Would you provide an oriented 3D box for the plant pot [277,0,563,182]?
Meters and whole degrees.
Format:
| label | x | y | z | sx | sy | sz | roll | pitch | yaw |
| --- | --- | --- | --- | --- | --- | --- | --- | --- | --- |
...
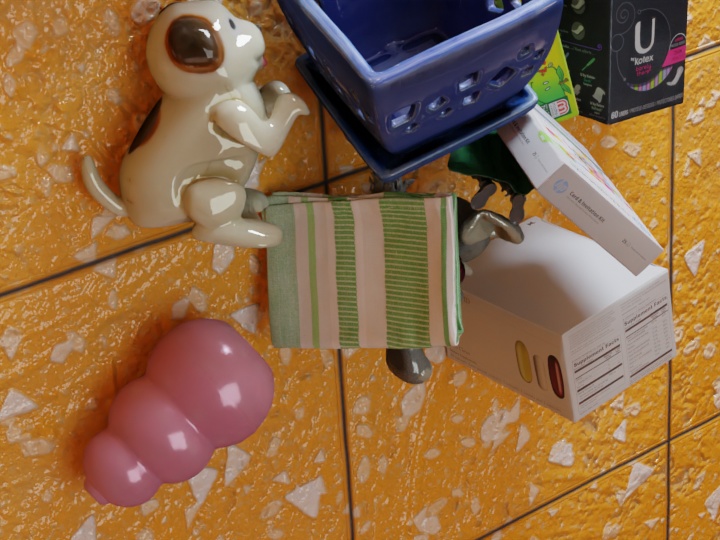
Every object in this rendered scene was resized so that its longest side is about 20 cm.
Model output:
| label | x | y | z | sx | sy | sz | roll | pitch | yaw |
| --- | --- | --- | --- | --- | --- | --- | --- | --- | --- |
| plant pot | 0.049 | -0.209 | 1.613 | 0.200 | 0.200 | 0.180 | -27 | 148 | -14 |

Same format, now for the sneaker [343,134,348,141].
| label | x | y | z | sx | sy | sz | roll | pitch | yaw |
| --- | --- | --- | --- | --- | --- | --- | --- | --- | --- |
| sneaker | 0.066 | -0.174 | 1.759 | 0.200 | 0.080 | 0.088 | -39 | 136 | -23 |

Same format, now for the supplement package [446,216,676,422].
| label | x | y | z | sx | sy | sz | roll | pitch | yaw |
| --- | --- | --- | --- | --- | --- | --- | --- | --- | --- |
| supplement package | 0.203 | 0.047 | 1.875 | 0.156 | 0.200 | 0.111 | -29 | 124 | -28 |

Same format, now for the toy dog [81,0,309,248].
| label | x | y | z | sx | sy | sz | roll | pitch | yaw |
| --- | --- | --- | --- | --- | --- | --- | --- | --- | --- |
| toy dog | -0.143 | -0.140 | 1.571 | 0.194 | 0.140 | 0.200 | 6 | 109 | -4 |

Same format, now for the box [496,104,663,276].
| label | x | y | z | sx | sy | sz | roll | pitch | yaw |
| --- | --- | --- | --- | --- | --- | --- | --- | --- | --- |
| box | 0.194 | -0.097 | 1.702 | 0.041 | 0.200 | 0.156 | -44 | 124 | 14 |

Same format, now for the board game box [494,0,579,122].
| label | x | y | z | sx | sy | sz | roll | pitch | yaw |
| --- | --- | --- | --- | --- | --- | --- | --- | --- | --- |
| board game box | 0.161 | -0.252 | 1.780 | 0.048 | 0.102 | 0.200 | -20 | 124 | -1 |

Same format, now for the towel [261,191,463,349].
| label | x | y | z | sx | sy | sz | roll | pitch | yaw |
| --- | --- | --- | --- | --- | --- | --- | --- | --- | --- |
| towel | 0.000 | 0.000 | 1.677 | 0.023 | 0.200 | 0.153 | -18 | 106 | -64 |

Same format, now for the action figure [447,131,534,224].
| label | x | y | z | sx | sy | sz | roll | pitch | yaw |
| --- | --- | --- | --- | --- | --- | --- | --- | --- | --- |
| action figure | 0.127 | -0.112 | 1.767 | 0.118 | 0.200 | 0.055 | 22 | 114 | -14 |

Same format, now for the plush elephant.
| label | x | y | z | sx | sy | sz | roll | pitch | yaw |
| --- | --- | --- | --- | --- | --- | --- | --- | --- | --- |
| plush elephant | 0.064 | -0.013 | 1.757 | 0.155 | 0.165 | 0.200 | -9 | 115 | -41 |

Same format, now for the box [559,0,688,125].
| label | x | y | z | sx | sy | sz | roll | pitch | yaw |
| --- | --- | --- | --- | --- | --- | --- | --- | --- | --- |
| box | 0.267 | -0.269 | 1.867 | 0.122 | 0.106 | 0.200 | -20 | 118 | -34 |

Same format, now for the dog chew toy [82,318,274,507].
| label | x | y | z | sx | sy | sz | roll | pitch | yaw |
| --- | --- | --- | --- | --- | --- | --- | --- | --- | --- |
| dog chew toy | -0.176 | 0.139 | 1.652 | 0.200 | 0.125 | 0.125 | -43 | 130 | -8 |
